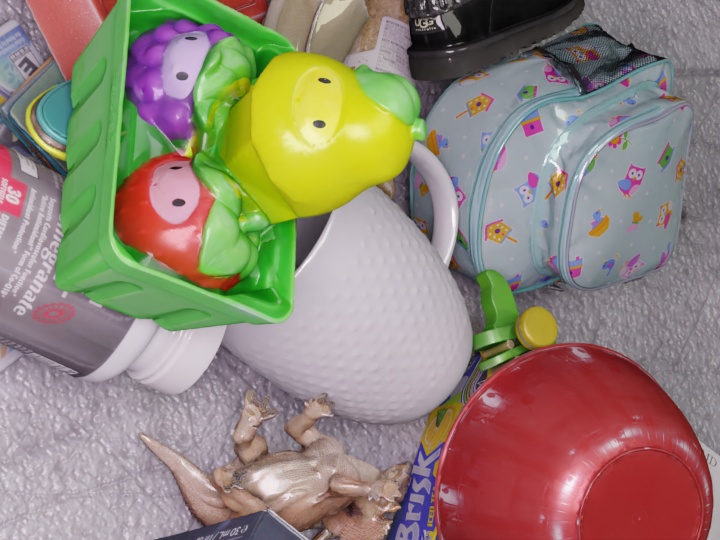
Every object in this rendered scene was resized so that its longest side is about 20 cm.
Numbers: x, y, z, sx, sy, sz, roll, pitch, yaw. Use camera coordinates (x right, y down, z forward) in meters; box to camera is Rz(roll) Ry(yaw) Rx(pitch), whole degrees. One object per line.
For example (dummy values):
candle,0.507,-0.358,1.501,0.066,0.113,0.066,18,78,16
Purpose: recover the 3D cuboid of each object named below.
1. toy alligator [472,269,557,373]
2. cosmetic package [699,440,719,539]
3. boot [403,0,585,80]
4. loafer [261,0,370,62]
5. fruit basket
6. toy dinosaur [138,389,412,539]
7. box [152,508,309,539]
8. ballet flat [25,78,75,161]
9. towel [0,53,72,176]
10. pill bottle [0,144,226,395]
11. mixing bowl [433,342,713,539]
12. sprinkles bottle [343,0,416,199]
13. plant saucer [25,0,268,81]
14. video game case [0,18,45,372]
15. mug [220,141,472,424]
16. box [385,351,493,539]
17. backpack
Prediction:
toy alligator,0.128,0.093,1.607,0.054,0.059,0.200,-35,95,-35
cosmetic package,0.199,0.216,1.699,0.107,0.085,0.200,35,60,-18
boot,0.089,-0.238,1.669,0.211,0.079,0.158,-34,116,-54
loafer,-0.029,-0.175,1.618,0.068,0.076,0.201,2,72,10
fruit basket,-0.073,-0.075,1.351,0.155,0.215,0.216,23,65,-36
toy dinosaur,-0.050,0.153,1.541,0.199,0.136,0.086,1,53,-12
box,-0.101,0.266,1.426,0.107,0.148,0.200,40,57,-20
ballet flat,-0.148,-0.096,1.487,0.067,0.067,0.200,51,41,9
towel,-0.147,-0.105,1.559,0.147,0.022,0.200,51,43,-15
pill bottle,-0.185,0.003,1.435,0.200,0.111,0.111,27,63,-27
mixing bowl,0.160,0.154,1.541,0.199,0.108,0.201,-3,98,-24
sprinkles bottle,0.010,-0.147,1.672,0.068,0.068,0.201,25,64,-29
plant saucer,-0.155,-0.223,1.567,0.200,0.037,0.200,-28,91,-48
video game case,-0.244,-0.040,1.486,0.200,0.022,0.183,-41,102,-37
mug,0.000,0.000,1.569,0.175,0.147,0.200,40,67,-32
box,0.076,0.151,1.636,0.064,0.070,0.201,33,60,-22
backpack,0.139,-0.069,1.680,0.199,0.153,0.176,-15,126,-30
